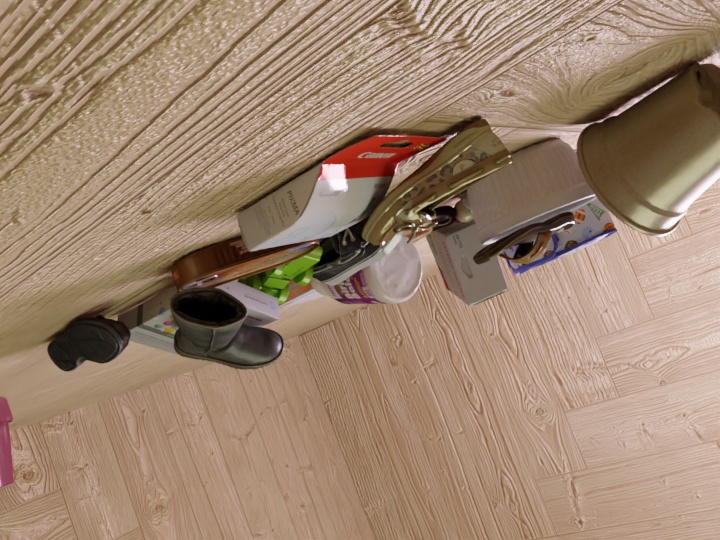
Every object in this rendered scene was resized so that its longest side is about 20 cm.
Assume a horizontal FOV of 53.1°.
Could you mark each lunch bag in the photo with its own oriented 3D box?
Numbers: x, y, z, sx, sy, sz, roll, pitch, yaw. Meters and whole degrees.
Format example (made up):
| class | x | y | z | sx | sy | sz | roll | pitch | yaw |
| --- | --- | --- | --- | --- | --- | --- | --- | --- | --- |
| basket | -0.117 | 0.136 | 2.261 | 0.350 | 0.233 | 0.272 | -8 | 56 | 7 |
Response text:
| class | x | y | z | sx | sy | sz | roll | pitch | yaw |
| --- | --- | --- | --- | --- | --- | --- | --- | --- | --- |
| lunch bag | 0.340 | -0.102 | 1.326 | 0.199 | 0.171 | 0.124 | -21 | 171 | 0 |

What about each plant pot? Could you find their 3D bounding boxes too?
| class | x | y | z | sx | sy | sz | roll | pitch | yaw |
| --- | --- | --- | --- | --- | --- | --- | --- | --- | --- |
| plant pot | -0.808 | 0.381 | 1.483 | 0.199 | 0.180 | 0.200 | -21 | 173 | -3 |
| plant pot | 0.442 | -0.181 | 1.008 | 0.200 | 0.201 | 0.184 | -17 | 161 | -38 |

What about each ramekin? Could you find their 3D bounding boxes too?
| class | x | y | z | sx | sy | sz | roll | pitch | yaw |
| --- | --- | --- | --- | --- | --- | --- | --- | --- | --- |
| ramekin | 0.265 | -0.127 | 1.147 | 0.199 | 0.106 | 0.200 | -22 | 174 | -2 |

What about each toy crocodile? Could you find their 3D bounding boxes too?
| class | x | y | z | sx | sy | sz | roll | pitch | yaw |
| --- | --- | --- | --- | --- | --- | --- | --- | --- | --- |
| toy crocodile | -0.128 | 0.002 | 1.113 | 0.067 | 0.062 | 0.200 | 13 | 149 | -33 |

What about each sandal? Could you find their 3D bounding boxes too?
| class | x | y | z | sx | sy | sz | roll | pitch | yaw |
| --- | --- | --- | --- | --- | --- | --- | --- | --- | --- |
| sandal | 0.269 | -0.041 | 1.145 | 0.199 | 0.055 | 0.082 | -19 | 173 | -31 |

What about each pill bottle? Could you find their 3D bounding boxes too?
| class | x | y | z | sx | sy | sz | roll | pitch | yaw |
| --- | --- | --- | --- | --- | --- | --- | --- | --- | --- |
| pill bottle | 0.000 | 0.000 | 1.200 | 0.112 | 0.113 | 0.199 | -17 | -173 | -37 |

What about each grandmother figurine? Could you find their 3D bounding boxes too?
| class | x | y | z | sx | sy | sz | roll | pitch | yaw |
| --- | --- | --- | --- | --- | --- | --- | --- | --- | --- |
| grandmother figurine | 0.123 | -0.084 | 1.261 | 0.199 | 0.061 | 0.121 | -20 | -177 | 4 |

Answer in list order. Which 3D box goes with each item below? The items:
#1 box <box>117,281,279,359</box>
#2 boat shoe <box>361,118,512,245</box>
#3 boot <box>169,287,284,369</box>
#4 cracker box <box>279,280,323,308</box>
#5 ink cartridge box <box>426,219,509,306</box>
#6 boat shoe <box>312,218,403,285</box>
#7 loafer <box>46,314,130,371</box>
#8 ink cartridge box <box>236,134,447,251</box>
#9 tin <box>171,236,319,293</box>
| class | x | y | z | sx | sy | sz | roll | pitch | yaw |
| --- | --- | --- | --- | --- | --- | --- | --- | --- | --- |
| box | -0.248 | 0.073 | 1.109 | 0.199 | 0.041 | 0.156 | -26 | 148 | 28 |
| boat shoe | 0.082 | -0.086 | 0.828 | 0.200 | 0.063 | 0.073 | -42 | 174 | 28 |
| boot | -0.179 | 0.080 | 1.007 | 0.180 | 0.073 | 0.200 | 2 | 154 | -18 |
| cracker box | -0.082 | 0.016 | 1.414 | 0.133 | 0.058 | 0.200 | -26 | 174 | 29 |
| ink cartridge box | 0.197 | -0.026 | 1.374 | 0.083 | 0.146 | 0.200 | -23 | -170 | -2 |
| boat shoe | -0.014 | -0.045 | 1.085 | 0.068 | 0.072 | 0.200 | 22 | 140 | -37 |
| loafer | -0.389 | 0.097 | 1.051 | 0.199 | 0.072 | 0.063 | -19 | -163 | 41 |
| ink cartridge box | -0.013 | -0.085 | 0.788 | 0.199 | 0.048 | 0.160 | -24 | 174 | 33 |
| tin | -0.151 | -0.017 | 0.952 | 0.199 | 0.042 | 0.112 | -19 | 170 | -24 |
